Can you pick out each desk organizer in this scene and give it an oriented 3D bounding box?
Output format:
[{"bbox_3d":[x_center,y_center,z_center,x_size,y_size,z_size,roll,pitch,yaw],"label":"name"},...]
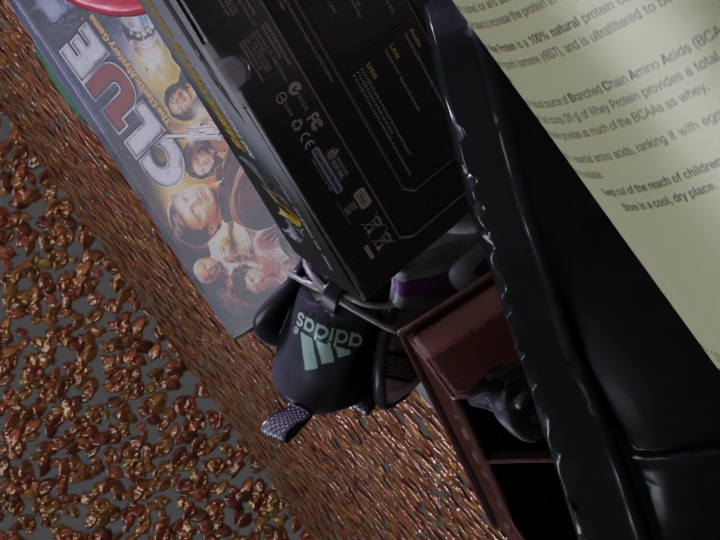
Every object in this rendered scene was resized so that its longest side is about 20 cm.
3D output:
[{"bbox_3d":[0.083,0.074,0.948,0.077,0.072,0.200,55,176,30],"label":"desk organizer"}]

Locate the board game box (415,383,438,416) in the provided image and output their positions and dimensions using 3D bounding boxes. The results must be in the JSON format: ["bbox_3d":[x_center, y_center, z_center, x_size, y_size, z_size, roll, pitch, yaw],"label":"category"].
[{"bbox_3d":[0.062,0.010,1.084,0.200,0.028,0.135,50,132,-5],"label":"board game box"}]

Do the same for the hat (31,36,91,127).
[{"bbox_3d":[-0.077,-0.164,1.335,0.166,0.176,0.200,46,130,-11],"label":"hat"}]

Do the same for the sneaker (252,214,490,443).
[{"bbox_3d":[0.000,0.000,0.901,0.078,0.140,0.200,28,166,26],"label":"sneaker"}]

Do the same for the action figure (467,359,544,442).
[{"bbox_3d":[0.109,-0.023,0.732,0.119,0.200,0.102,28,-150,-3],"label":"action figure"}]

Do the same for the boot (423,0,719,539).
[{"bbox_3d":[0.117,-0.006,0.642,0.073,0.162,0.198,-96,-13,-64],"label":"boot"}]

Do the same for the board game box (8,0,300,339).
[{"bbox_3d":[-0.065,-0.083,1.072,0.135,0.035,0.200,-36,88,44],"label":"board game box"}]

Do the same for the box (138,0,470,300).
[{"bbox_3d":[0.007,-0.114,0.742,0.048,0.158,0.200,36,162,51],"label":"box"}]

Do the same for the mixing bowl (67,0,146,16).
[{"bbox_3d":[-0.069,-0.199,0.833,0.200,0.108,0.200,32,136,38],"label":"mixing bowl"}]

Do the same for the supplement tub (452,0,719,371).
[{"bbox_3d":[0.096,-0.074,0.520,0.200,0.145,0.145,53,170,-11],"label":"supplement tub"}]
